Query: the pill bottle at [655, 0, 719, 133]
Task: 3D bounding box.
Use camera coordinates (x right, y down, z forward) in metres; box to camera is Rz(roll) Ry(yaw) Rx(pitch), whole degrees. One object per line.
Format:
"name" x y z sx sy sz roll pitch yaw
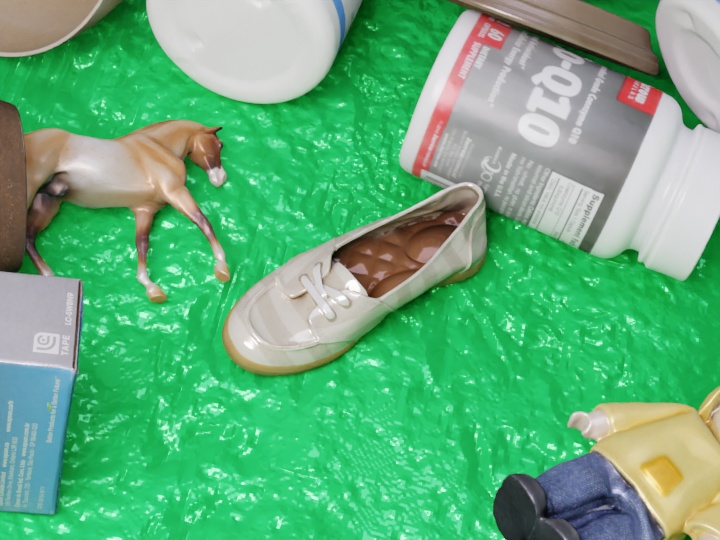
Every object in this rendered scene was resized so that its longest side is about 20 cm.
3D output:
"pill bottle" 0.302 -0.175 1.205 0.199 0.114 0.114 -31 63 -11

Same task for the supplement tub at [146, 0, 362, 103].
"supplement tub" -0.051 -0.221 1.247 0.131 0.132 0.201 20 50 1

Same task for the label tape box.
"label tape box" -0.249 0.059 0.959 0.199 0.145 0.064 6 51 -11

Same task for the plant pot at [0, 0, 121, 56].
"plant pot" -0.200 -0.252 1.207 0.200 0.201 0.134 35 31 13

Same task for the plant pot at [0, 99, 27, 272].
"plant pot" -0.285 -0.043 1.006 0.199 0.187 0.188 -2 53 -18

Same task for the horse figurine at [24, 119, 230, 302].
"horse figurine" -0.164 -0.042 1.127 0.199 0.050 0.133 -3 59 -20

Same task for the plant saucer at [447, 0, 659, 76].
"plant saucer" 0.108 -0.176 1.241 0.199 0.030 0.200 19 8 -3

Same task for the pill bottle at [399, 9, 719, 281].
"pill bottle" 0.136 -0.078 1.195 0.199 0.114 0.114 24 50 4

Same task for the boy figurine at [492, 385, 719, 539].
"boy figurine" 0.179 0.123 1.081 0.199 0.065 0.125 -20 57 -25

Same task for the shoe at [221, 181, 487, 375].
"shoe" 0.000 0.000 1.134 0.200 0.053 0.070 -28 63 -32
